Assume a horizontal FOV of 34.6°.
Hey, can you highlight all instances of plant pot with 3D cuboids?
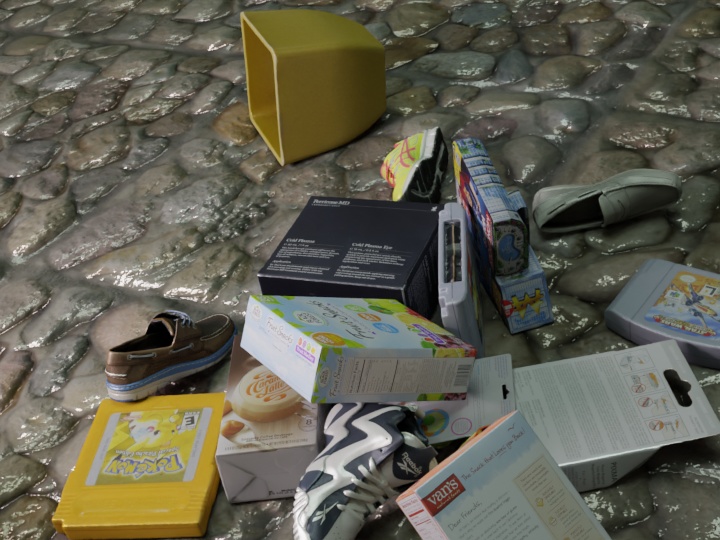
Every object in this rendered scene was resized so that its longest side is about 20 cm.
[{"bbox_3d":[-0.067,-0.310,1.871,0.199,0.196,0.194,-12,34,-16],"label":"plant pot"}]

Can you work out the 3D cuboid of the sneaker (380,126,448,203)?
[{"bbox_3d":[0.069,-0.136,1.690,0.090,0.078,0.200,-7,29,21],"label":"sneaker"}]

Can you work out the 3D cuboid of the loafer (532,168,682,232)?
[{"bbox_3d":[0.330,-0.086,1.546,0.199,0.070,0.070,-11,40,14],"label":"loafer"}]

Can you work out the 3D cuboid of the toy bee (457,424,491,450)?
[{"bbox_3d":[0.108,0.218,1.135,0.108,0.131,0.200,30,20,-12],"label":"toy bee"}]

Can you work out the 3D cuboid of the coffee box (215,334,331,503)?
[{"bbox_3d":[-0.094,0.159,1.316,0.114,0.080,0.200,-7,36,5],"label":"coffee box"}]

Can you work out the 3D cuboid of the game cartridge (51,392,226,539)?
[{"bbox_3d":[-0.241,0.220,1.319,0.175,0.033,0.200,-4,35,11],"label":"game cartridge"}]

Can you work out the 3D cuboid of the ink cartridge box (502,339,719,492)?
[{"bbox_3d":[0.266,0.157,1.248,0.199,0.057,0.163,-8,35,-3],"label":"ink cartridge box"}]

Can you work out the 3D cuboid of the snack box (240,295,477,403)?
[{"bbox_3d":[-0.004,0.083,1.256,0.199,0.068,0.169,1,16,-33],"label":"snack box"}]

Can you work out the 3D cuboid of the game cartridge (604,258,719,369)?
[{"bbox_3d":[0.397,0.053,1.359,0.199,0.042,0.133,17,40,34],"label":"game cartridge"}]

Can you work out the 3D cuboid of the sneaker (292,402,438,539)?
[{"bbox_3d":[0.015,0.213,1.170,0.129,0.080,0.200,-15,35,35],"label":"sneaker"}]

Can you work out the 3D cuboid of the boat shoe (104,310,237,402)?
[{"bbox_3d":[-0.230,0.090,1.436,0.072,0.073,0.200,13,30,35],"label":"boat shoe"}]

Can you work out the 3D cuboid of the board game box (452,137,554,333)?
[{"bbox_3d":[0.179,-0.034,1.441,0.061,0.200,0.200,-17,50,-5],"label":"board game box"}]

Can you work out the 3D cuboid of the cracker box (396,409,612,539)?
[{"bbox_3d":[0.145,0.248,1.048,0.134,0.058,0.200,-32,83,-26],"label":"cracker box"}]

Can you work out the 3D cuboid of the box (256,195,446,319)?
[{"bbox_3d":[0.000,0.000,1.487,0.199,0.104,0.182,6,40,23],"label":"box"}]

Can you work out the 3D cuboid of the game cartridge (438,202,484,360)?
[{"bbox_3d":[0.121,0.027,1.388,0.041,0.134,0.200,-5,37,8],"label":"game cartridge"}]

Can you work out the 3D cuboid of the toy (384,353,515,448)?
[{"bbox_3d":[0.077,0.163,1.291,0.199,0.047,0.115,-10,39,11],"label":"toy"}]
